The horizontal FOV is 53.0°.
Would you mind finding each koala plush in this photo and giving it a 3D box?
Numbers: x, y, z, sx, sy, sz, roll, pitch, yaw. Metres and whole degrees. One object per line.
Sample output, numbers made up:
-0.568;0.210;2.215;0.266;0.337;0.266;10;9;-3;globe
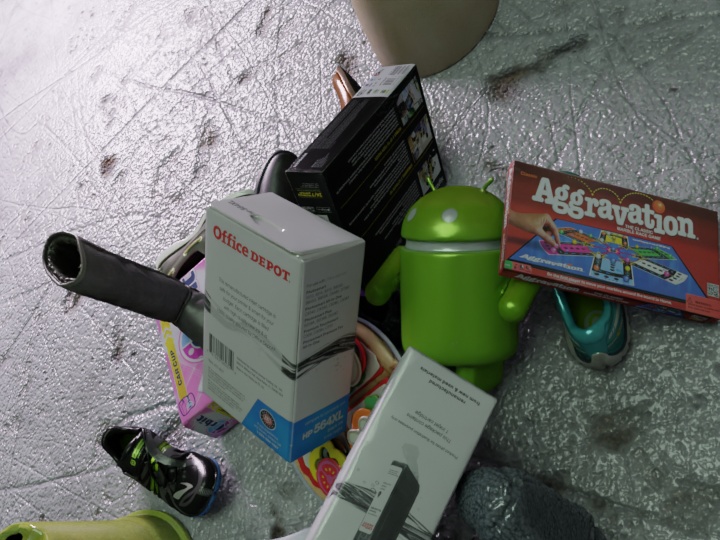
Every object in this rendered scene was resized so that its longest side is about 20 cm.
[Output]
0.100;0.274;0.583;0.198;0.181;0.182;-27;46;46;koala plush

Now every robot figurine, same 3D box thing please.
0.094;0.014;0.690;0.172;0.114;0.207;5;100;40;robot figurine

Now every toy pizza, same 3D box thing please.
-0.023;0.148;0.737;0.196;0.031;0.207;0;90;42;toy pizza

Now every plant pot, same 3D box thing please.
-0.307;0.352;0.782;0.196;0.184;0.206;-15;59;27;plant pot
0.049;-0.377;0.880;0.183;0.199;0.192;-15;59;27;plant pot

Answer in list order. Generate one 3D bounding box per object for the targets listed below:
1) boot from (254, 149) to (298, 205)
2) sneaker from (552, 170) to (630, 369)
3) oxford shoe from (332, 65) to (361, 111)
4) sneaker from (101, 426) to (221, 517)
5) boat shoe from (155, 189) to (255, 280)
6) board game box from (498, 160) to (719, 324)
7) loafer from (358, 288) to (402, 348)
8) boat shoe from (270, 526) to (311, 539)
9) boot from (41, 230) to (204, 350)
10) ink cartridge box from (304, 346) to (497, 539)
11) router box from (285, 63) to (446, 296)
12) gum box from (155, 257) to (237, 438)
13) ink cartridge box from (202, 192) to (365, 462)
-0.075;-0.050;0.839;0.199;0.064;0.170;28;106;64;boot
0.207;-0.012;0.675;0.076;0.079;0.205;-20;58;24;sneaker
-0.008;-0.176;0.908;0.071;0.071;0.204;-33;54;22;oxford shoe
-0.241;0.235;0.858;0.196;0.082;0.072;14;76;37;sneaker
-0.196;-0.030;0.964;0.200;0.071;0.061;-36;52;22;boat shoe
0.219;-0.025;0.632;0.194;0.020;0.106;12;67;-5;board game box
0.000;0.000;0.815;0.068;0.070;0.202;-41;52;9;loafer
-0.080;0.307;0.719;0.197;0.073;0.068;-29;54;19;boat shoe
-0.222;0.028;0.781;0.179;0.200;0.074;16;74;36;boot
0.021;0.180;0.589;0.082;0.145;0.203;29;78;5;ink cartridge box
0.016;-0.097;0.754;0.050;0.152;0.201;6;44;34;router box
-0.183;0.085;0.900;0.112;0.066;0.203;-36;52;12;gum box
-0.077;0.047;0.682;0.144;0.083;0.206;27;121;38;ink cartridge box
